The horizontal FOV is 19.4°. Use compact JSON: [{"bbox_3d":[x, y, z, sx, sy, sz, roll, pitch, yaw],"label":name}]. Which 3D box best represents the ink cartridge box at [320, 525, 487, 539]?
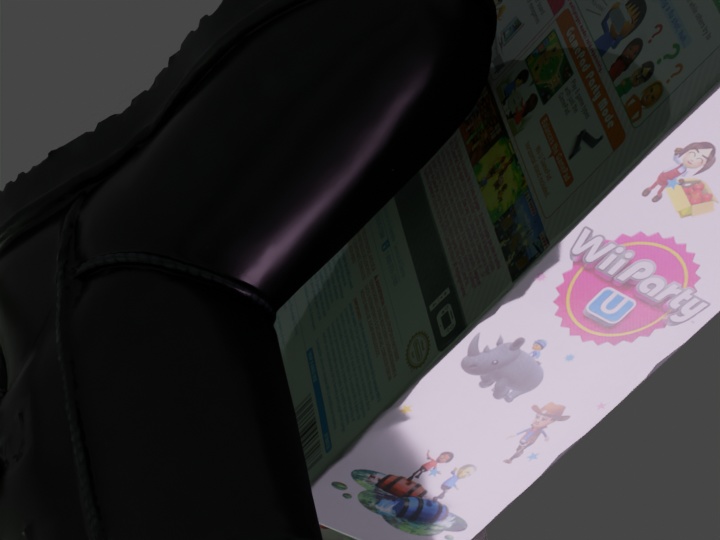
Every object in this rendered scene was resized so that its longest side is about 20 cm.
[{"bbox_3d":[-0.020,0.037,0.742,0.116,0.067,0.200,-11,-142,4],"label":"ink cartridge box"}]

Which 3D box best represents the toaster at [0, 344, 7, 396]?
[{"bbox_3d":[-0.133,0.085,0.771,0.114,0.200,0.129,3,-170,8],"label":"toaster"}]

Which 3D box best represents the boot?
[{"bbox_3d":[-0.034,0.020,0.570,0.198,0.162,0.073,-31,138,27],"label":"boot"}]

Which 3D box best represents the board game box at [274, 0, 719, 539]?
[{"bbox_3d":[0.052,-0.033,0.614,0.200,0.064,0.148,-47,-146,26],"label":"board game box"}]
